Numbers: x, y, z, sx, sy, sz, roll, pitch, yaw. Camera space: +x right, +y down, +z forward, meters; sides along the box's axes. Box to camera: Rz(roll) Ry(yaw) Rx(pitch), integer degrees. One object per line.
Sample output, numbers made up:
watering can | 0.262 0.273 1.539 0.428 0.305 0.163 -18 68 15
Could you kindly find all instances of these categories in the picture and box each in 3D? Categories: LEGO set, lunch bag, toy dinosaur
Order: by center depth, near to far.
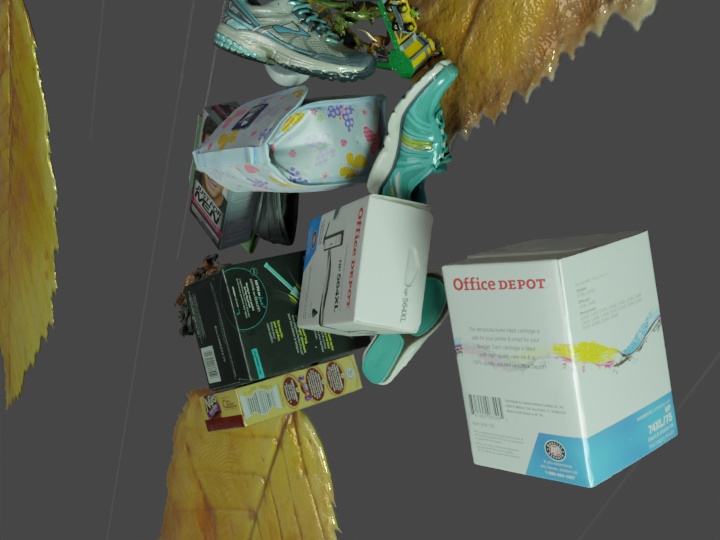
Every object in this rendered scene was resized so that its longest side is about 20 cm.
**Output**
LEGO set | 0.025 -0.309 0.936 0.199 0.116 0.155 15 142 53
lunch bag | -0.085 -0.157 1.019 0.169 0.198 0.129 3 104 52
toy dinosaur | -0.266 0.045 1.428 0.200 0.101 0.138 147 121 -69

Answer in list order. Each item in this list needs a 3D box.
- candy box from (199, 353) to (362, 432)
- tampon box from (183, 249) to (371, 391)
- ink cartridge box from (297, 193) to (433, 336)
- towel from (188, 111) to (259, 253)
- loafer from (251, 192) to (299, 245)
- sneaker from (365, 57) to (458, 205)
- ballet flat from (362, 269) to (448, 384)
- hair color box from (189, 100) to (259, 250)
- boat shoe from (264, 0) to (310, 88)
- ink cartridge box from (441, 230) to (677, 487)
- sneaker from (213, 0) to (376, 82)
candy box | -0.110 0.171 1.154 0.116 0.198 0.057 -20 85 52
tampon box | -0.112 0.062 1.123 0.126 0.198 0.152 -19 85 52
ink cartridge box | 0.000 0.000 0.987 0.200 0.083 0.148 165 114 -67
towel | -0.211 -0.143 1.331 0.200 0.030 0.150 46 136 30
loafer | -0.105 -0.133 1.169 0.070 0.068 0.203 22 115 23
sneaker | 0.074 -0.150 0.941 0.079 0.077 0.201 35 134 16
ballet flat | 0.065 0.063 1.009 0.070 0.069 0.201 54 133 26
hair color box | -0.200 -0.140 1.236 0.099 0.060 0.201 48 140 28
boat shoe | -0.089 -0.280 1.056 0.201 0.073 0.066 -92 4 -48
ink cartridge box | 0.190 0.075 0.787 0.146 0.145 0.203 -3 99 52
sneaker | -0.072 -0.268 0.921 0.198 0.078 0.087 19 101 15
